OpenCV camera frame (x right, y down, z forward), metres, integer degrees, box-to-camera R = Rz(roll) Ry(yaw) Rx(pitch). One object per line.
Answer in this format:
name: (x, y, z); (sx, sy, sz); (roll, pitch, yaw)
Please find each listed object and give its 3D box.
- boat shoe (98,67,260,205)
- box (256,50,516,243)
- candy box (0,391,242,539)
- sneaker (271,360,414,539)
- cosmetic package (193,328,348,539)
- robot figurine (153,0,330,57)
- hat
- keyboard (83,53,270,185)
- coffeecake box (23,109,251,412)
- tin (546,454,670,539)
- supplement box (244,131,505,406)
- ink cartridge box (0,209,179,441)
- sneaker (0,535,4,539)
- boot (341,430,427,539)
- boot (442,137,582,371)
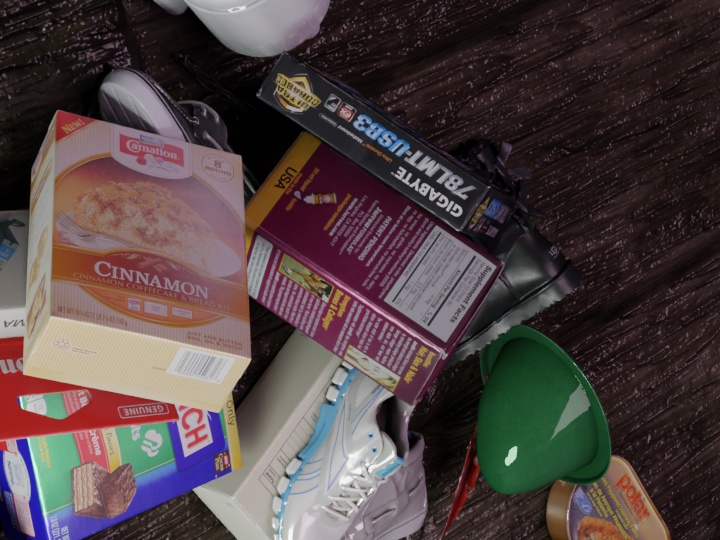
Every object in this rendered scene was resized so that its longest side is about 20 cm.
boat shoe: (-0.143, -0.103, 1.631); (0.071, 0.072, 0.200); (-56, 141, -21)
box: (0.026, -0.099, 1.661); (0.050, 0.198, 0.200); (-57, 171, 5)
candy box: (-0.200, 0.109, 1.628); (0.199, 0.077, 0.171); (-22, 110, -39)
sneaker: (-0.006, 0.166, 1.713); (0.075, 0.086, 0.201); (29, 80, -43)
cosmetic package: (-0.051, 0.142, 1.773); (0.200, 0.071, 0.105); (-52, 128, -22)
robot figurine: (-0.090, -0.243, 1.607); (0.200, 0.168, 0.114); (44, 30, -66)
hat: (0.118, 0.176, 1.875); (0.176, 0.165, 0.201); (-32, 113, -29)
keyboard: (-0.140, -0.113, 1.679); (0.200, 0.021, 0.128); (33, 76, -42)
coffeecake box: (-0.166, -0.008, 1.512); (0.152, 0.073, 0.201); (13, 47, -21)
tin: (0.258, 0.271, 2.103); (0.112, 0.042, 0.201); (-47, 126, -21)
supplement box: (0.000, 0.000, 1.664); (0.199, 0.131, 0.103); (34, 65, 4)
ink cartridge box: (-0.240, 0.036, 1.513); (0.199, 0.177, 0.045); (-4, 146, -34)
sneaker: (-0.276, 0.272, 1.606); (0.085, 0.077, 0.200); (-49, 121, -10)
boot: (-0.015, 0.208, 1.818); (0.199, 0.073, 0.096); (-25, 122, -46)
boot: (0.090, -0.014, 1.850); (0.163, 0.198, 0.073); (53, 29, -5)
